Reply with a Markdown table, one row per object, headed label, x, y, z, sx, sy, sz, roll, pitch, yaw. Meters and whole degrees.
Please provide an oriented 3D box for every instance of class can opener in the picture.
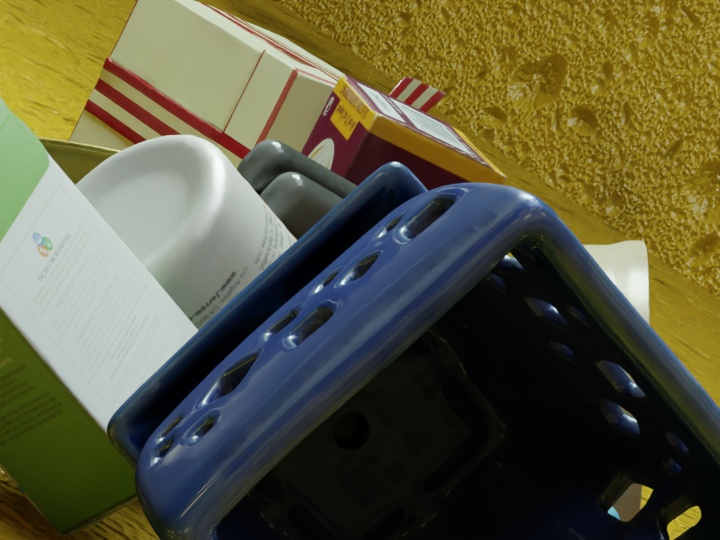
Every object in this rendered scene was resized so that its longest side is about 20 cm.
| label | x | y | z | sx | sy | sz | roll | pitch | yaw |
| --- | --- | --- | --- | --- | --- | --- | --- | --- | --- |
| can opener | 0.000 | 0.000 | 1.514 | 0.200 | 0.067 | 0.053 | 29 | 22 | -46 |

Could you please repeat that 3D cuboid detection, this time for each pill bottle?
| label | x | y | z | sx | sy | sz | roll | pitch | yaw |
| --- | --- | --- | --- | --- | --- | --- | --- | --- | --- |
| pill bottle | -0.061 | 0.038 | 1.425 | 0.200 | 0.114 | 0.114 | 51 | -5 | -35 |

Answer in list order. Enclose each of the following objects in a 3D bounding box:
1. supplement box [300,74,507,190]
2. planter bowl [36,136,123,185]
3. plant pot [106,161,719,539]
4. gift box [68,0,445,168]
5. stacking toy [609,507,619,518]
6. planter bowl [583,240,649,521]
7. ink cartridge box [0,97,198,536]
| label | x | y | z | sx | sy | sz | roll | pitch | yaw |
| --- | --- | --- | --- | --- | --- | --- | --- | --- | --- |
| supplement box | -0.011 | 0.005 | 1.636 | 0.086 | 0.200 | 0.110 | 25 | 9 | -16 |
| planter bowl | -0.148 | -0.003 | 1.513 | 0.200 | 0.084 | 0.200 | 8 | -13 | 2 |
| plant pot | 0.022 | 0.081 | 1.207 | 0.200 | 0.200 | 0.180 | 50 | -8 | -24 |
| gift box | -0.064 | -0.080 | 2.024 | 0.187 | 0.185 | 0.200 | 34 | 15 | 38 |
| stacking toy | 0.074 | 0.107 | 1.503 | 0.200 | 0.085 | 0.085 | 54 | 13 | 10 |
| planter bowl | 0.090 | 0.081 | 1.668 | 0.135 | 0.200 | 0.200 | 2 | 8 | 2 |
| ink cartridge box | -0.155 | 0.005 | 1.271 | 0.200 | 0.059 | 0.104 | 51 | 31 | -17 |
